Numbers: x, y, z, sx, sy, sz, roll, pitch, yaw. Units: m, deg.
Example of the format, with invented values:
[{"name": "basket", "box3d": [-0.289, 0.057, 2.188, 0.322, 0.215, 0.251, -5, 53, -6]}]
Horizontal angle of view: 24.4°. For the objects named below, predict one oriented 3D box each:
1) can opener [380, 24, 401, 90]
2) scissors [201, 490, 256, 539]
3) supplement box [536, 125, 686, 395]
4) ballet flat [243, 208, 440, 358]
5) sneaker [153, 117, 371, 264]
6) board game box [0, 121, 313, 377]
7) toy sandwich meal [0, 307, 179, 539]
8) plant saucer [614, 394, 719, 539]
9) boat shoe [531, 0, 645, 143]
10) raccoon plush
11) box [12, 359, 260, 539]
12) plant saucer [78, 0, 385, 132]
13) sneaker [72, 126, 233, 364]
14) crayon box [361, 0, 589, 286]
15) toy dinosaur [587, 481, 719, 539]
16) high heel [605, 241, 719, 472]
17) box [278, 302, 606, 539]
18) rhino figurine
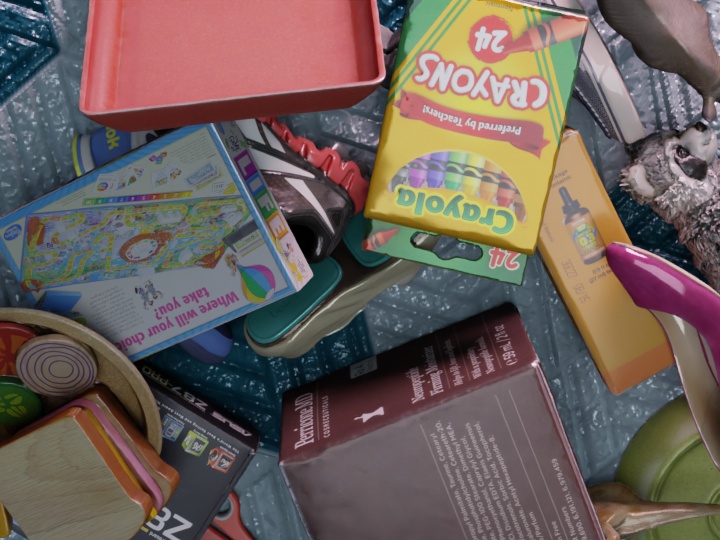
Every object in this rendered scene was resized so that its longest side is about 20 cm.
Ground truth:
[{"name": "can opener", "box3d": [0.027, -0.141, 1.225, 0.199, 0.054, 0.067, 27, 134, -10]}, {"name": "scissors", "box3d": [-0.082, 0.226, 1.335, 0.199, 0.014, 0.073, 33, 100, -10]}, {"name": "supplement box", "box3d": [0.170, -0.011, 1.254, 0.066, 0.069, 0.201, -27, 107, 4]}, {"name": "ballet flat", "box3d": [0.000, 0.000, 1.255, 0.199, 0.070, 0.070, -36, 105, 9]}, {"name": "sneaker", "box3d": [-0.084, -0.071, 1.190, 0.200, 0.071, 0.099, 32, 66, -24]}, {"name": "board game box", "box3d": [-0.149, -0.015, 1.170, 0.199, 0.034, 0.135, -23, 100, 24]}, {"name": "toy sandwich meal", "box3d": [-0.232, 0.121, 1.192, 0.203, 0.070, 0.207, 6, 124, 8]}, {"name": "plant saucer", "box3d": [0.302, 0.188, 1.337, 0.198, 0.031, 0.202, -1, 106, -2]}, {"name": "boat shoe", "box3d": [0.123, -0.165, 1.210, 0.092, 0.075, 0.201, -30, 98, 12]}, {"name": "raccoon plush", "box3d": [0.247, -0.014, 1.248, 0.132, 0.097, 0.202, 9, 106, 2]}, {"name": "box", "box3d": [-0.201, 0.143, 1.282, 0.199, 0.049, 0.162, 33, 104, -6]}, {"name": "plant saucer", "box3d": [-0.086, -0.163, 1.140, 0.198, 0.201, 0.037, -6, 132, 0]}, {"name": "sneaker", "box3d": [-0.136, -0.024, 1.231, 0.082, 0.074, 0.201, -26, 107, 3]}, {"name": "crayon box", "box3d": [0.077, -0.093, 1.164, 0.126, 0.051, 0.202, 12, 103, 3]}, {"name": "toy dinosaur", "box3d": [0.195, 0.197, 1.280, 0.198, 0.101, 0.059, -8, 123, 21]}, {"name": "high heel", "box3d": [0.233, 0.063, 1.214, 0.199, 0.067, 0.096, 37, 85, -29]}, {"name": "box", "box3d": [0.059, 0.151, 1.240, 0.198, 0.166, 0.166, -21, 104, 3]}, {"name": "rhino figurine", "box3d": [0.218, -0.176, 1.196, 0.060, 0.088, 0.200, -41, 104, 9]}]
